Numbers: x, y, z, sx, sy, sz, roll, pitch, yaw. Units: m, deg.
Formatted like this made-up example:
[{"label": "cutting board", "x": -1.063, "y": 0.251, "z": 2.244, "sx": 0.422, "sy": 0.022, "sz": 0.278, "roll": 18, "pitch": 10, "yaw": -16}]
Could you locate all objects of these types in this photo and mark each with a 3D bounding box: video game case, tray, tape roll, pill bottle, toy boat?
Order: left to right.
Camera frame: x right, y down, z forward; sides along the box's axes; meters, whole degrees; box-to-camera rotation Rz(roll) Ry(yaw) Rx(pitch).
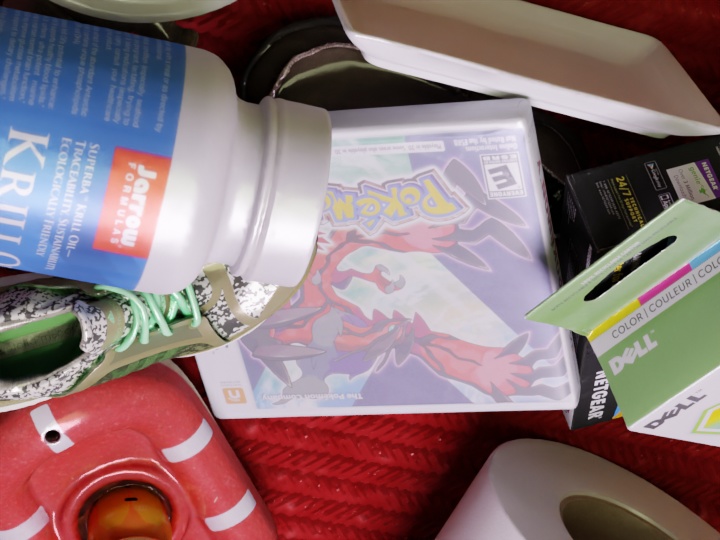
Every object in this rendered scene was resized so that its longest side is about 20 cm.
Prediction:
[{"label": "pill bottle", "x": -0.118, "y": -0.051, "z": 0.896, "sx": 0.199, "sy": 0.112, "sz": 0.112, "roll": 10, "pitch": 116, "yaw": -11}, {"label": "toy boat", "x": -0.121, "y": 0.137, "z": 1.061, "sx": 0.130, "sy": 0.131, "sz": 0.200, "roll": -28, "pitch": 122, "yaw": 1}, {"label": "video game case", "x": 0.000, "y": 0.000, "z": 1.025, "sx": 0.199, "sy": 0.023, "sz": 0.183, "roll": -3, "pitch": 128, "yaw": 15}, {"label": "tray", "x": 0.073, "y": -0.105, "z": 0.990, "sx": 0.200, "sy": 0.107, "sz": 0.022, "roll": 12, "pitch": 118, "yaw": -20}, {"label": "tape roll", "x": 0.120, "y": 0.207, "z": 1.122, "sx": 0.202, "sy": 0.203, "sz": 0.139, "roll": 23, "pitch": 111, "yaw": -25}]

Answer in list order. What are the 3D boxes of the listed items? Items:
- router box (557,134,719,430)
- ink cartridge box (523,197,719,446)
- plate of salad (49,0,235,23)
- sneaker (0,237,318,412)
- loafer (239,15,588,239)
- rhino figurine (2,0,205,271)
[{"label": "router box", "x": 0.176, "y": 0.002, "z": 1.058, "sx": 0.149, "sy": 0.051, "sz": 0.200, "roll": -16, "pitch": 151, "yaw": -7}, {"label": "ink cartridge box", "x": 0.185, "y": 0.034, "z": 1.000, "sx": 0.104, "sy": 0.059, "sz": 0.200, "roll": -38, "pitch": 147, "yaw": 30}, {"label": "plate of salad", "x": -0.100, "y": -0.212, "z": 0.916, "sx": 0.200, "sy": 0.048, "sz": 0.201, "roll": -4, "pitch": 100, "yaw": -23}, {"label": "sneaker", "x": -0.111, "y": 0.022, "z": 0.962, "sx": 0.200, "sy": 0.089, "sz": 0.077, "roll": -23, "pitch": 100, "yaw": -2}, {"label": "loafer", "x": 0.036, "y": -0.068, "z": 1.022, "sx": 0.200, "sy": 0.071, "sz": 0.073, "roll": 16, "pitch": 113, "yaw": -22}, {"label": "rhino figurine", "x": -0.152, "y": -0.075, "z": 0.976, "sx": 0.087, "sy": 0.060, "sz": 0.200, "roll": 29, "pitch": 111, "yaw": -17}]
